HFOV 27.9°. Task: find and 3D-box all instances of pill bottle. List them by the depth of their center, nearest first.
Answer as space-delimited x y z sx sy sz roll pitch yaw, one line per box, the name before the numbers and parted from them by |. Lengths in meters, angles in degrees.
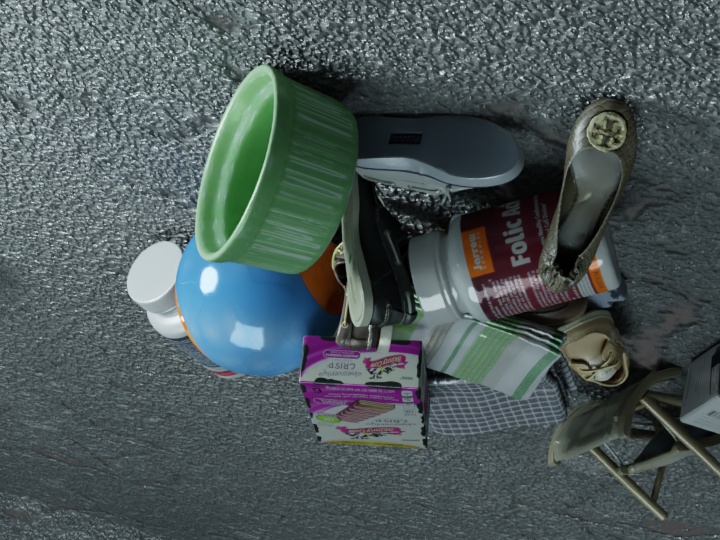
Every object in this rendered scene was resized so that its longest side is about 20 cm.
pill bottle | 0.157 -0.013 1.485 0.199 0.115 0.114 -15 148 13
pill bottle | -0.210 0.049 1.901 0.119 0.120 0.200 -2 151 34

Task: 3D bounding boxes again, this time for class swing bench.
swing bench | 0.386 0.219 1.911 0.199 0.130 0.199 27 155 -12

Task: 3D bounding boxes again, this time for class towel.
towel | 0.115 0.086 1.615 0.199 0.031 0.149 16 146 -5
towel | 0.156 0.135 1.775 0.199 0.086 0.166 -5 146 17

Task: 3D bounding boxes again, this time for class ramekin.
ramekin | -0.082 -0.093 1.432 0.097 0.201 0.200 17 157 -22

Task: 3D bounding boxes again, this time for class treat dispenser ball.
treat dispenser ball | -0.117 0.023 1.687 0.200 0.202 0.201 13 156 6

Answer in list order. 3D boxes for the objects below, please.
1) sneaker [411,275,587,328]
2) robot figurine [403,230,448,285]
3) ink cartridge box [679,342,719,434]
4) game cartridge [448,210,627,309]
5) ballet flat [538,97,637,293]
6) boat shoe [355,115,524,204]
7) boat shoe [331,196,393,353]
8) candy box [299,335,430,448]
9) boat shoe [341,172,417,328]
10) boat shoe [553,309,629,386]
sneaker | 0.151 0.011 1.580 0.199 0.071 0.076 11 153 8
robot figurine | 0.069 0.016 1.738 0.144 0.058 0.200 11 155 10
ink cartridge box | 0.490 0.137 1.716 0.144 0.085 0.200 18 157 -6
game cartridge | 0.194 -0.012 1.631 0.133 0.042 0.200 -3 151 43
ballet flat | 0.212 -0.066 1.364 0.067 0.046 0.201 17 117 1
boat shoe | 0.077 -0.103 1.456 0.201 0.075 0.086 5 154 27
boat shoe | 0.000 0.000 1.570 0.059 0.201 0.072 2 145 -7
candy box | 0.009 0.143 1.668 0.136 0.061 0.200 2 155 7
boat shoe | 0.016 -0.031 1.514 0.067 0.201 0.072 -1 149 -12
boat shoe | 0.281 0.097 1.711 0.074 0.069 0.200 -28 159 17
